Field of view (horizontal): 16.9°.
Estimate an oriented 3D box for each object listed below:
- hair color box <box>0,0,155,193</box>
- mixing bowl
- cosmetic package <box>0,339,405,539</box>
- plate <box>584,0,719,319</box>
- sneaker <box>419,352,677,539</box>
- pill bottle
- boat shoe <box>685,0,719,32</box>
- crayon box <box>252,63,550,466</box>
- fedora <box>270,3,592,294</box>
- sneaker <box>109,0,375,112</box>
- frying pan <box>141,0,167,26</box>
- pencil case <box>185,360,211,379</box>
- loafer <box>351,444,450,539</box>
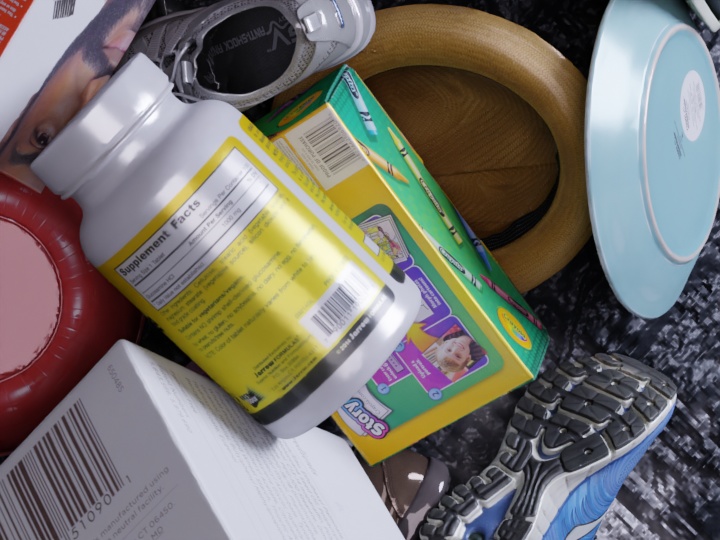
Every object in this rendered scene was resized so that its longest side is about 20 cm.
[{"bbox_3d":[-0.162,-0.151,1.279,0.064,0.111,0.200,31,90,21],"label":"hair color box"},{"bbox_3d":[-0.216,0.012,1.360,0.200,0.108,0.201,0,92,-9],"label":"mixing bowl"},{"bbox_3d":[-0.085,0.172,1.286,0.165,0.165,0.200,-46,139,14],"label":"cosmetic package"},{"bbox_3d":[0.175,-0.072,1.382,0.026,0.200,0.201,1,93,28],"label":"plate"},{"bbox_3d":[0.113,0.130,1.438,0.200,0.089,0.079,-42,55,-19],"label":"sneaker"},{"bbox_3d":[-0.073,-0.015,1.275,0.200,0.112,0.112,44,86,-9],"label":"pill bottle"},{"bbox_3d":[0.198,-0.190,1.368,0.066,0.199,0.075,-35,71,12],"label":"boat shoe"},{"bbox_3d":[0.000,0.000,1.362,0.119,0.058,0.200,-30,106,26],"label":"crayon box"},{"bbox_3d":[0.050,-0.076,1.393,0.200,0.082,0.201,6,119,12],"label":"fedora"},{"bbox_3d":[-0.093,-0.112,1.329,0.200,0.082,0.075,-27,91,24],"label":"sneaker"},{"bbox_3d":[-0.204,-0.131,1.393,0.190,0.031,0.115,-18,94,-1],"label":"frying pan"},{"bbox_3d":[-0.123,0.109,1.392,0.200,0.087,0.088,-31,97,-5],"label":"pencil case"},{"bbox_3d":[-0.028,0.183,1.421,0.071,0.073,0.200,34,78,-4],"label":"loafer"}]
